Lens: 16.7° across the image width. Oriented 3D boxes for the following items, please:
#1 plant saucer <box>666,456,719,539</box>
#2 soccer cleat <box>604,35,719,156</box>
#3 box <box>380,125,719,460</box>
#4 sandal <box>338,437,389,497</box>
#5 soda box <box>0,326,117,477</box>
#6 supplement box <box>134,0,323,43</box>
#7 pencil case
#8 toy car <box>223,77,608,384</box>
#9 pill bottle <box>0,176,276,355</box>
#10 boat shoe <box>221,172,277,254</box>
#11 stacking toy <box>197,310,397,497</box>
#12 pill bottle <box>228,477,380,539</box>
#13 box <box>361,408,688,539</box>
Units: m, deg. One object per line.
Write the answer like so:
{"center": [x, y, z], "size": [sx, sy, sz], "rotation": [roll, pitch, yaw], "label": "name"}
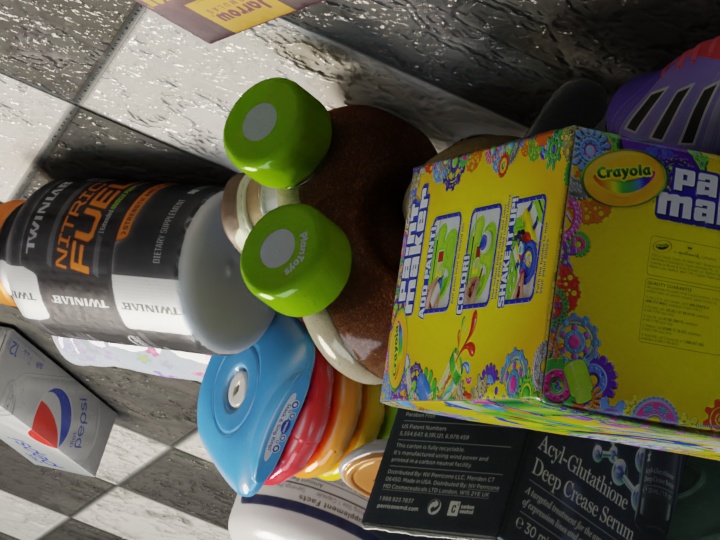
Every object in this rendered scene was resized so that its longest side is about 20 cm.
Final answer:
{"center": [0.193, 0.141, 1.507], "size": [0.199, 0.200, 0.036], "rotation": [6, 125, 34], "label": "plant saucer"}
{"center": [0.180, -0.087, 1.096], "size": [0.199, 0.068, 0.073], "rotation": [4, 131, 53], "label": "soccer cleat"}
{"center": [0.140, 0.019, 1.140], "size": [0.199, 0.123, 0.192], "rotation": [10, 173, -20], "label": "box"}
{"center": [0.072, 0.165, 1.579], "size": [0.206, 0.060, 0.079], "rotation": [19, 140, -31], "label": "sandal"}
{"center": [-0.288, 0.111, 2.103], "size": [0.068, 0.064, 0.200], "rotation": [9, 159, 26], "label": "soda box"}
{"center": [-0.104, -0.186, 1.038], "size": [0.199, 0.086, 0.110], "rotation": [28, 159, -26], "label": "supplement box"}
{"center": [-0.118, 0.038, 1.696], "size": [0.199, 0.083, 0.091], "rotation": [8, 152, 30], "label": "pencil case"}
{"center": [0.058, -0.041, 1.286], "size": [0.199, 0.159, 0.164], "rotation": [-25, 145, 24], "label": "toy car"}
{"center": [-0.154, -0.005, 1.571], "size": [0.199, 0.107, 0.106], "rotation": [4, 157, 37], "label": "pill bottle"}
{"center": [0.000, 0.000, 1.506], "size": [0.076, 0.072, 0.200], "rotation": [-14, 147, 32], "label": "boat shoe"}
{"center": [0.003, 0.099, 1.604], "size": [0.199, 0.117, 0.110], "rotation": [16, -165, -30], "label": "stacking toy"}
{"center": [-0.029, 0.167, 1.787], "size": [0.119, 0.201, 0.120], "rotation": [17, 162, 6], "label": "pill bottle"}
{"center": [0.109, 0.088, 1.425], "size": [0.107, 0.201, 0.148], "rotation": [0, 154, 42], "label": "box"}
